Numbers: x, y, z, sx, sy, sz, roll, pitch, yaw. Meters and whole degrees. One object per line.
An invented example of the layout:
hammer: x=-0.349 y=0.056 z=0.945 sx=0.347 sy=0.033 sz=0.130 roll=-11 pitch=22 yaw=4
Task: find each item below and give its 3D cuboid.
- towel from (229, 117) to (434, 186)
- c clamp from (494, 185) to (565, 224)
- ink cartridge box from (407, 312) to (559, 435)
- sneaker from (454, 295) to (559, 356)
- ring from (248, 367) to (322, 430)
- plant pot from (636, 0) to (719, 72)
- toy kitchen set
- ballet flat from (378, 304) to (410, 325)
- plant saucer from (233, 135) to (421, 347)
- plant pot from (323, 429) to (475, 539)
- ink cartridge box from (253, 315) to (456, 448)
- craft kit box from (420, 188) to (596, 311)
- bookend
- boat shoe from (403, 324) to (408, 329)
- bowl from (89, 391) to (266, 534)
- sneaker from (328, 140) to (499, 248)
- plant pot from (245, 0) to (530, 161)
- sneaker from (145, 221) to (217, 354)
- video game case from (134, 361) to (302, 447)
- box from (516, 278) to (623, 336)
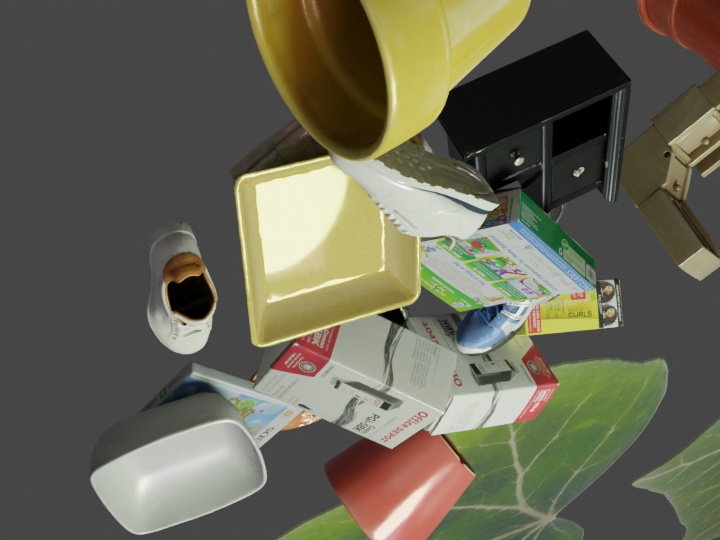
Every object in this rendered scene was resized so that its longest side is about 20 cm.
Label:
towel: x=-0.019 y=-0.102 z=1.013 sx=0.190 sy=0.032 sz=0.200 roll=-35 pitch=145 yaw=6
c clamp: x=0.188 y=-0.043 z=1.242 sx=0.169 sy=0.027 sz=0.202 roll=-11 pitch=141 yaw=-36
ink cartridge box: x=0.156 y=0.138 z=1.331 sx=0.197 sy=0.148 sz=0.083 roll=-2 pitch=136 yaw=-35
sneaker: x=0.198 y=0.031 z=1.268 sx=0.200 sy=0.076 sz=0.077 roll=-43 pitch=144 yaw=0
ring: x=-0.072 y=0.150 z=1.294 sx=0.197 sy=0.019 sz=0.202 roll=-19 pitch=144 yaw=-14
plant pot: x=0.423 y=-0.273 z=0.976 sx=0.198 sy=0.197 sz=0.202 roll=-19 pitch=143 yaw=-15
toy kitchen set: x=0.465 y=-0.116 z=1.211 sx=0.200 sy=0.182 sz=0.162 roll=-41 pitch=145 yaw=23
ballet flat: x=0.000 y=0.000 z=1.073 sx=0.066 sy=0.057 sz=0.199 roll=-35 pitch=138 yaw=19
plant saucer: x=-0.034 y=-0.037 z=0.979 sx=0.197 sy=0.049 sz=0.203 roll=-15 pitch=125 yaw=-19
plant pot: x=0.069 y=0.320 z=1.470 sx=0.177 sy=0.201 sz=0.201 roll=-40 pitch=145 yaw=1
ink cartridge box: x=-0.007 y=0.120 z=1.127 sx=0.197 sy=0.084 sz=0.147 roll=25 pitch=145 yaw=-13
craft kit box: x=0.149 y=-0.017 z=1.126 sx=0.195 sy=0.049 sz=0.199 roll=-14 pitch=149 yaw=34
bookend: x=0.189 y=-0.133 z=1.070 sx=0.197 sy=0.093 sz=0.200 roll=-24 pitch=145 yaw=-7
boat shoe: x=0.001 y=0.136 z=1.259 sx=0.071 sy=0.061 sz=0.202 roll=4 pitch=132 yaw=-39
bowl: x=-0.226 y=0.231 z=1.184 sx=0.197 sy=0.075 sz=0.201 roll=-19 pitch=142 yaw=-5
sneaker: x=0.044 y=-0.076 z=0.924 sx=0.198 sy=0.077 sz=0.081 roll=21 pitch=126 yaw=-31
plant pot: x=0.032 y=-0.222 z=0.781 sx=0.188 sy=0.201 sz=0.202 roll=-32 pitch=149 yaw=-25
sneaker: x=-0.191 y=0.045 z=1.024 sx=0.072 sy=0.085 sz=0.202 roll=-20 pitch=145 yaw=-16
video game case: x=-0.200 y=0.204 z=1.243 sx=0.182 sy=0.022 sz=0.199 roll=-42 pitch=138 yaw=21
box: x=0.295 y=0.052 z=1.381 sx=0.197 sy=0.077 sz=0.050 roll=-1 pitch=176 yaw=-33
